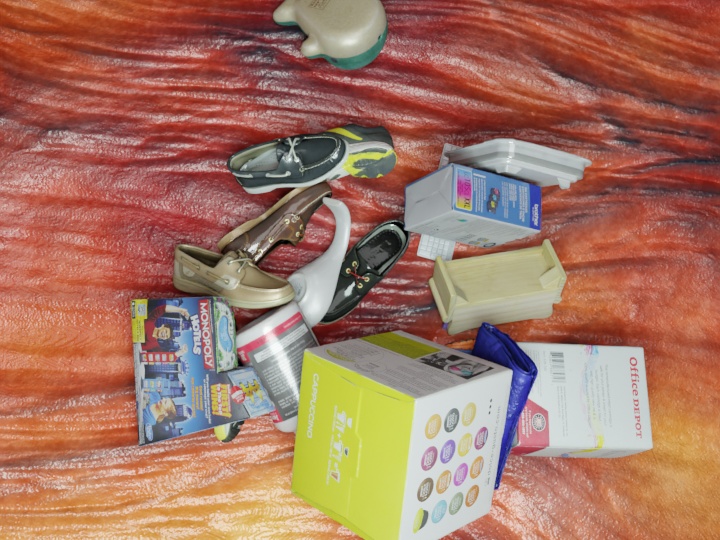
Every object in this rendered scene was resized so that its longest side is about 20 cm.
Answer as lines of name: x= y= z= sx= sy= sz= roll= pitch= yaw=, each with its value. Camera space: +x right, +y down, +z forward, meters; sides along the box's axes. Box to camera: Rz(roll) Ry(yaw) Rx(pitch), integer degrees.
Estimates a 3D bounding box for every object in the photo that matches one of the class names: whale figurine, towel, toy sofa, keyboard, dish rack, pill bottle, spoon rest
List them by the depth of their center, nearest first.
towel: x=0.179 y=0.192 z=1.147 sx=0.049 sy=0.148 sz=0.203 roll=10 pitch=110 yaw=-18
pill bottle: x=-0.092 y=0.155 z=1.167 sx=0.110 sy=0.111 sz=0.202 roll=-29 pitch=95 yaw=-15
spoon rest: x=-0.063 y=-0.004 z=1.238 sx=0.098 sy=0.060 sz=0.203 roll=18 pitch=83 yaw=40
dish rack: x=0.233 y=-0.153 z=1.261 sx=0.169 sy=0.199 sz=0.044 roll=9 pitch=88 yaw=-23
toy sofa: x=0.210 y=0.025 z=1.284 sx=0.196 sy=0.098 sz=0.084 roll=-9 pitch=51 yaw=-11
keyboard: x=0.141 y=-0.110 z=1.340 sx=0.055 sy=0.011 sz=0.203 roll=16 pitch=72 yaw=-3
whale figurine: x=-0.046 y=-0.401 z=1.364 sx=0.198 sy=0.104 sz=0.161 roll=23 pitch=70 yaw=25

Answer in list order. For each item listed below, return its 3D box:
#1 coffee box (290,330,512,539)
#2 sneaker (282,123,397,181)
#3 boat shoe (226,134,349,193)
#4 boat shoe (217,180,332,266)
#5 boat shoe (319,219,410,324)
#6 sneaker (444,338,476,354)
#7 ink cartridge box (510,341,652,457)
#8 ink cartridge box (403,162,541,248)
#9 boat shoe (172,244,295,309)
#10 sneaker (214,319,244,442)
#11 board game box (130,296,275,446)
coffee box: x=0.049 y=0.209 z=1.065 sx=0.196 sy=0.198 sz=0.204 roll=-7 pitch=108 yaw=-45
sneaker: x=-0.039 y=-0.190 z=1.315 sx=0.196 sy=0.075 sz=0.085 roll=4 pitch=41 yaw=3
boat shoe: x=-0.111 y=-0.165 z=1.236 sx=0.197 sy=0.060 sz=0.077 roll=-16 pitch=55 yaw=25
boat shoe: x=-0.119 y=-0.062 z=1.258 sx=0.199 sy=0.071 sz=0.071 roll=-36 pitch=75 yaw=-8
boat shoe: x=-0.002 y=-0.002 z=1.263 sx=0.074 sy=0.063 sz=0.201 roll=45 pitch=74 yaw=3
sneaker: x=0.103 y=0.152 z=1.228 sx=0.196 sy=0.075 sz=0.080 roll=-8 pitch=78 yaw=-9
ink cartridge box: x=0.299 y=0.193 z=1.205 sx=0.196 sy=0.145 sz=0.148 roll=3 pitch=72 yaw=-6
ink cartridge box: x=0.181 y=-0.090 z=1.254 sx=0.197 sy=0.136 sz=0.078 roll=12 pitch=75 yaw=-28
boat shoe: x=-0.185 y=0.006 z=1.186 sx=0.196 sy=0.071 sz=0.066 roll=10 pitch=111 yaw=19
sneaker: x=-0.216 y=0.147 z=1.188 sx=0.089 sy=0.078 sz=0.204 roll=-11 pitch=74 yaw=4
board game box: x=-0.212 y=0.136 z=1.111 sx=0.197 sy=0.061 sz=0.204 roll=-2 pitch=91 yaw=28
